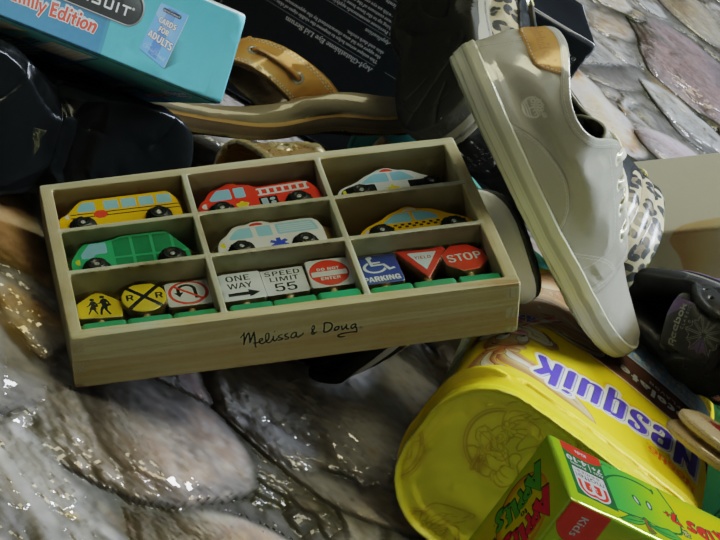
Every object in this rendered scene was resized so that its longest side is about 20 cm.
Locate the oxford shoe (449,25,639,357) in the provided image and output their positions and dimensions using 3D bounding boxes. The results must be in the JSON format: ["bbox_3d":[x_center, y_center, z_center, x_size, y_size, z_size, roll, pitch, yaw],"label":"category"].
[{"bbox_3d":[0.102,-0.035,1.158,0.201,0.057,0.075,62,3,-39],"label":"oxford shoe"}]

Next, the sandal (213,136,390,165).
[{"bbox_3d":[-0.045,-0.038,1.245,0.069,0.078,0.212,37,27,-3],"label":"sandal"}]

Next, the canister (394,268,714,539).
[{"bbox_3d":[0.101,0.085,1.201,0.148,0.087,0.200,37,20,-2],"label":"canister"}]

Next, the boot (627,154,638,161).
[{"bbox_3d":[0.116,-0.071,1.592,0.199,0.075,0.097,29,5,-20],"label":"boot"}]

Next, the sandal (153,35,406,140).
[{"bbox_3d":[-0.043,-0.097,1.315,0.198,0.054,0.080,-2,4,-20],"label":"sandal"}]

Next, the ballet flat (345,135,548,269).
[{"bbox_3d":[0.064,-0.001,1.369,0.200,0.067,0.070,46,-1,23],"label":"ballet flat"}]

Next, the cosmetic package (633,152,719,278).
[{"bbox_3d":[0.223,-0.008,1.363,0.071,0.198,0.106,-77,154,-50],"label":"cosmetic package"}]

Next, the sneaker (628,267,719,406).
[{"bbox_3d":[0.189,0.049,1.187,0.087,0.076,0.200,19,5,-25],"label":"sneaker"}]

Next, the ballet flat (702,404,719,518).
[{"bbox_3d":[0.207,0.128,1.311,0.201,0.069,0.063,55,18,19],"label":"ballet flat"}]

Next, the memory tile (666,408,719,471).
[{"bbox_3d":[0.241,0.129,1.180,0.200,0.017,0.153,27,10,-49],"label":"memory tile"}]

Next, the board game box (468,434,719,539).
[{"bbox_3d":[0.137,0.159,1.078,0.199,0.102,0.048,26,23,-23],"label":"board game box"}]

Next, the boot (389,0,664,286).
[{"bbox_3d":[0.090,-0.088,1.315,0.154,0.073,0.204,42,28,-22],"label":"boot"}]

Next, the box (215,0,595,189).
[{"bbox_3d":[0.015,-0.139,1.453,0.199,0.142,0.079,30,20,-14],"label":"box"}]

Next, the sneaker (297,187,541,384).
[{"bbox_3d":[0.000,0.000,1.236,0.076,0.115,0.200,70,-17,-10],"label":"sneaker"}]

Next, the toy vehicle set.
[{"bbox_3d":[-0.039,-0.006,1.112,0.198,0.027,0.125,-7,35,-11],"label":"toy vehicle set"}]

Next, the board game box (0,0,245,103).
[{"bbox_3d":[-0.177,-0.133,1.172,0.199,0.047,0.151,21,-7,-32],"label":"board game box"}]

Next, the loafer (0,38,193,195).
[{"bbox_3d":[-0.174,-0.073,1.152,0.199,0.073,0.072,22,3,-42],"label":"loafer"}]
